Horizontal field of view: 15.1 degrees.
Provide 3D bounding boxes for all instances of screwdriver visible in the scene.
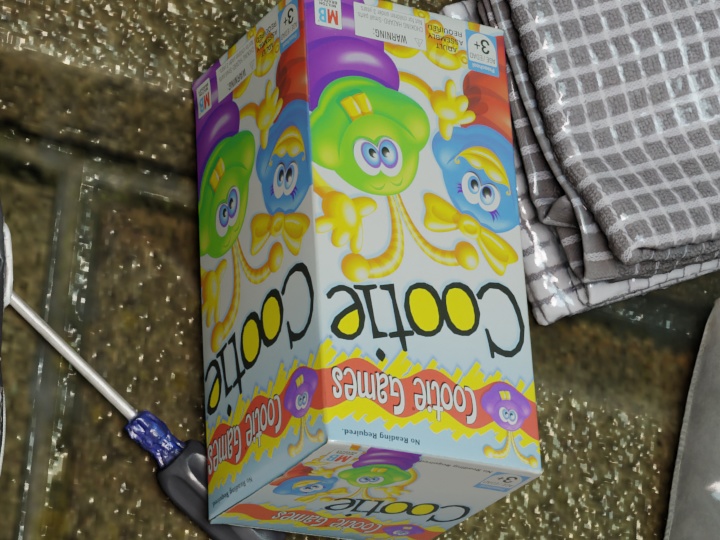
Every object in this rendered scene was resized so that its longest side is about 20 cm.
[{"bbox_3d":[-0.106,0.051,1.118,0.200,0.028,0.029,43,31,-12],"label":"screwdriver"}]

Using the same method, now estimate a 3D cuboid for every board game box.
[{"bbox_3d":[0.000,0.000,1.130,0.104,0.103,0.202,10,63,-29],"label":"board game box"}]

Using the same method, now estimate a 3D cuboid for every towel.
[{"bbox_3d":[0.147,-0.081,1.270,0.199,0.085,0.167,-15,84,-33],"label":"towel"}]

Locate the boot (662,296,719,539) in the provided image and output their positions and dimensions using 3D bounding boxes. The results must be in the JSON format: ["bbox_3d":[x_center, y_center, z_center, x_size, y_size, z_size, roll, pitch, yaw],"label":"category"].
[{"bbox_3d":[0.206,0.136,1.263,0.181,0.072,0.201,37,54,-20],"label":"boot"}]

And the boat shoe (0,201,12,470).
[{"bbox_3d":[-0.169,0.006,1.066,0.073,0.060,0.202,3,77,-24],"label":"boat shoe"}]
